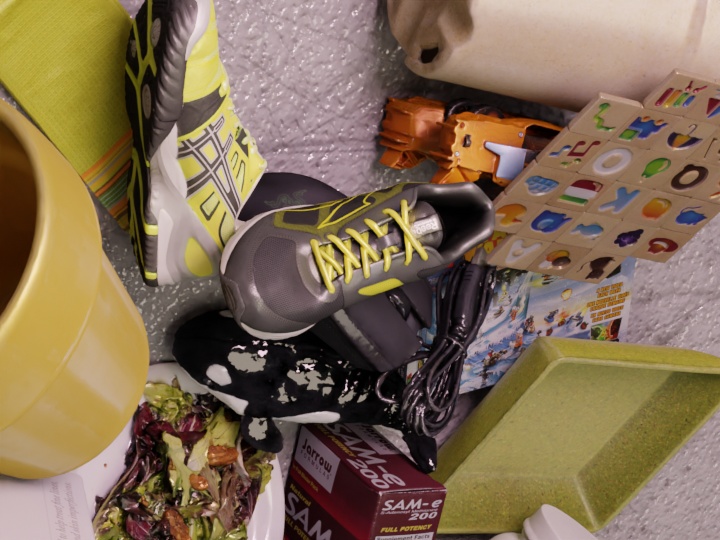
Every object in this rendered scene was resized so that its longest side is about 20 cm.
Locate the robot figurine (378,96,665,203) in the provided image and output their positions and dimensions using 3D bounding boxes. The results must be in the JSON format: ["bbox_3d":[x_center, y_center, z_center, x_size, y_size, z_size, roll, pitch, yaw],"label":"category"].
[{"bbox_3d":[0.119,-0.071,1.424,0.199,0.145,0.059,11,98,-28],"label":"robot figurine"}]

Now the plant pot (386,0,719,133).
[{"bbox_3d":[0.122,-0.181,1.350,0.182,0.200,0.202,3,112,-24],"label":"plant pot"}]

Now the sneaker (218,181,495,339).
[{"bbox_3d":[0.000,-0.019,1.289,0.199,0.084,0.075,-24,91,-44],"label":"sneaker"}]

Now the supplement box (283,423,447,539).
[{"bbox_3d":[-0.013,0.216,1.493,0.060,0.109,0.202,0,112,-34],"label":"supplement box"}]

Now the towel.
[{"bbox_3d":[-0.150,-0.101,1.290,0.086,0.018,0.200,-45,131,-9],"label":"towel"}]

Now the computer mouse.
[{"bbox_3d":[0.000,0.000,1.370,0.199,0.053,0.139,33,56,-14],"label":"computer mouse"}]

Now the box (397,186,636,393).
[{"bbox_3d":[0.107,0.008,1.518,0.199,0.040,0.138,-13,121,-31],"label":"box"}]

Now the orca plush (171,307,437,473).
[{"bbox_3d":[-0.022,0.076,1.403,0.200,0.071,0.106,36,69,-22],"label":"orca plush"}]

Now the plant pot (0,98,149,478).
[{"bbox_3d":[-0.216,0.024,1.205,0.201,0.200,0.189,-50,148,-4],"label":"plant pot"}]

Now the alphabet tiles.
[{"bbox_3d":[0.173,-0.055,1.364,0.165,0.006,0.200,9,140,-35],"label":"alphabet tiles"}]

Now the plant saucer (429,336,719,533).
[{"bbox_3d":[0.149,0.113,1.560,0.199,0.048,0.200,6,135,-38],"label":"plant saucer"}]

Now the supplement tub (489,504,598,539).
[{"bbox_3d":[0.111,0.284,1.575,0.200,0.145,0.144,-48,132,9],"label":"supplement tub"}]

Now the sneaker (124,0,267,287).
[{"bbox_3d":[-0.096,-0.084,1.274,0.076,0.076,0.201,-6,129,-16],"label":"sneaker"}]

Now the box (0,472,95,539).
[{"bbox_3d":[-0.257,0.192,1.210,0.198,0.199,0.132,14,107,-17],"label":"box"}]

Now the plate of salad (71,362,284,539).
[{"bbox_3d":[-0.116,0.160,1.391,0.199,0.048,0.202,3,86,-44],"label":"plate of salad"}]
